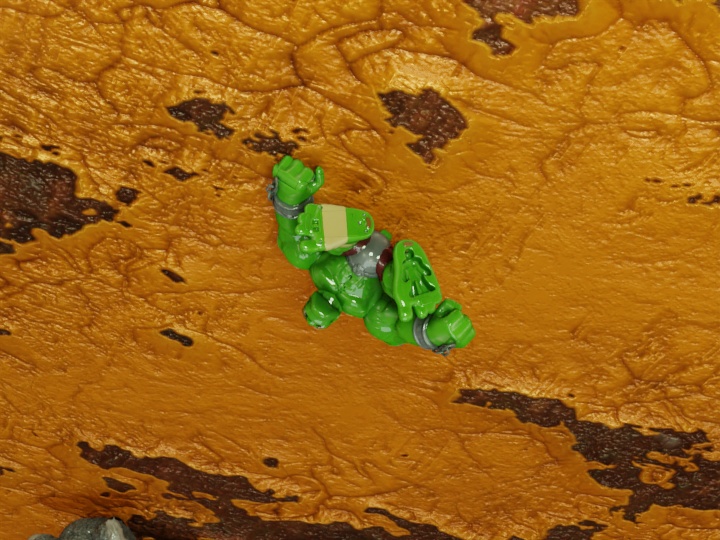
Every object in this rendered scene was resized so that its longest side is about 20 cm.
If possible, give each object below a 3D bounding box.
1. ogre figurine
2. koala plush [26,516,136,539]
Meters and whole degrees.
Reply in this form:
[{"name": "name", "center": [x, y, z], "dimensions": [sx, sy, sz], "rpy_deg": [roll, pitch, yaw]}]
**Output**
[{"name": "ogre figurine", "center": [0.000, 0.000, 1.502], "dimensions": [0.199, 0.099, 0.120], "rpy_deg": [23, 159, -6]}, {"name": "koala plush", "center": [-0.291, 0.367, 2.182], "dimensions": [0.176, 0.184, 0.200], "rpy_deg": [-9, 133, 29]}]
